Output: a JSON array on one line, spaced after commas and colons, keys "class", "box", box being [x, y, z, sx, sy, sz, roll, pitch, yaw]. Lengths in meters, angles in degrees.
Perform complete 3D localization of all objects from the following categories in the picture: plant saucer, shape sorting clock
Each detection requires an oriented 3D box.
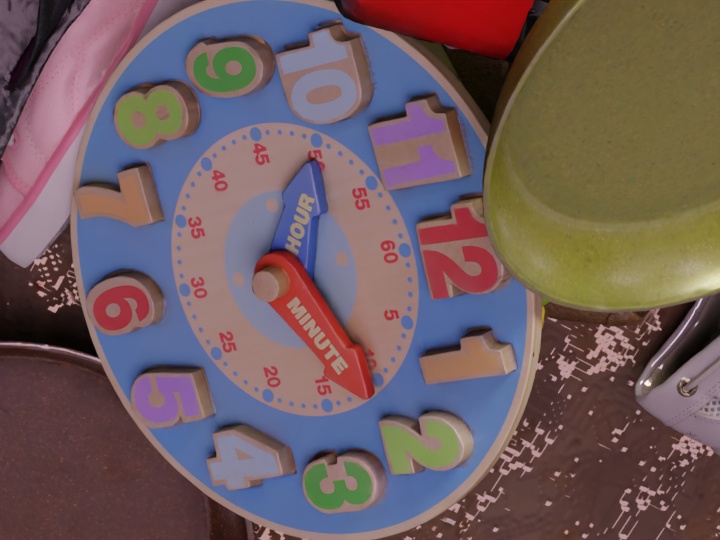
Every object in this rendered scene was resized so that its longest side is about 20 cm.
[{"class": "plant saucer", "box": [-0.143, 0.112, 1.133, 0.199, 0.035, 0.201, -1, 116, -2]}, {"class": "shape sorting clock", "box": [-0.025, 0.000, 0.967, 0.199, 0.039, 0.201, 8, 107, 28]}, {"class": "plant saucer", "box": [0.123, -0.067, 0.885, 0.199, 0.031, 0.201, -20, 144, -15]}]

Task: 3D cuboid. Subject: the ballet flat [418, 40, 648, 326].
[{"class": "ballet flat", "box": [0.057, -0.062, 1.066, 0.072, 0.068, 0.201, -13, 117, 24]}]

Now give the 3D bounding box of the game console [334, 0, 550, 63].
[{"class": "game console", "box": [0.035, -0.177, 0.882, 0.118, 0.172, 0.201, 15, 97, -26]}]

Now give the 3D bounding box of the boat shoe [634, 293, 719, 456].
[{"class": "boat shoe", "box": [0.172, -0.014, 1.076, 0.069, 0.071, 0.201, 22, 111, -12]}]

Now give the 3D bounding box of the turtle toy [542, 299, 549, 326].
[{"class": "turtle toy", "box": [0.000, 0.000, 1.037, 0.199, 0.101, 0.146, -25, 113, 35]}]

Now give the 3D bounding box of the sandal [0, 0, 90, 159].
[{"class": "sandal", "box": [-0.131, -0.099, 0.968, 0.075, 0.048, 0.201, 19, 105, -8]}]

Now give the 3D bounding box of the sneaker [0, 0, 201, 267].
[{"class": "sneaker", "box": [-0.113, -0.104, 1.035, 0.104, 0.075, 0.201, 32, 113, -1]}]

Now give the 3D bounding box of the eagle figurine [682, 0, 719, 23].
[{"class": "eagle figurine", "box": [0.148, -0.144, 0.962, 0.199, 0.151, 0.153, -18, 120, -19]}]
